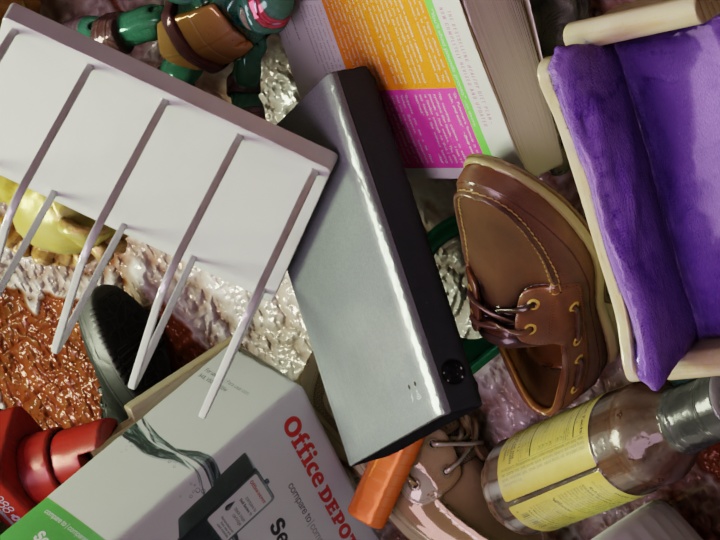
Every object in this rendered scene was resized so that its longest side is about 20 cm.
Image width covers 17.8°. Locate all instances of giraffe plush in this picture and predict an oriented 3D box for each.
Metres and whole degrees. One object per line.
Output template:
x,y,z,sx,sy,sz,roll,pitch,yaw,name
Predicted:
-0.211,-0.074,1.449,0.161,0.173,0.201,27,125,5,giraffe plush

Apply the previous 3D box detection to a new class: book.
0.024,-0.116,1.288,0.200,0.048,0.134,5,117,56,book

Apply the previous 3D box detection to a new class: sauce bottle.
0.149,0.101,1.307,0.200,0.065,0.065,-28,94,51,sauce bottle

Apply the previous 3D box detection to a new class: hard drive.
0.000,0.000,1.314,0.140,0.033,0.201,-37,69,62,hard drive

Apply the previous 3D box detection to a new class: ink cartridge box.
-0.102,0.166,1.395,0.083,0.200,0.147,25,149,49,ink cartridge box

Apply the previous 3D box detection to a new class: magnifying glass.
0.043,0.060,1.363,0.079,0.022,0.201,28,99,22,magnifying glass

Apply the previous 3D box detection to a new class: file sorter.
-0.139,-0.024,1.285,0.199,0.125,0.139,24,144,-2,file sorter

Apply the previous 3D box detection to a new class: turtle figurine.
-0.098,-0.131,1.343,0.199,0.101,0.150,-16,116,48,turtle figurine

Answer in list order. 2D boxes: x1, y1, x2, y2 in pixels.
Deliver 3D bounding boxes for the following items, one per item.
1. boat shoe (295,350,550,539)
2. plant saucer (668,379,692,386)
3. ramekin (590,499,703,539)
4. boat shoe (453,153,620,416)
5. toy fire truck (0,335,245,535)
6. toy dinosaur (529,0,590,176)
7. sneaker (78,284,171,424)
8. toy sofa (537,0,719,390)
0.040,0.113,1.405,0.200,0.071,0.065,38,128,16,boat shoe
0.232,-0.001,1.248,0.199,0.027,0.201,15,120,29,plant saucer
0.128,0.218,1.317,0.098,0.200,0.200,55,130,10,ramekin
0.094,0.013,1.261,0.072,0.068,0.200,21,157,32,boat shoe
-0.149,0.140,1.461,0.199,0.129,0.176,-17,130,25,toy fire truck
0.092,-0.156,1.264,0.088,0.047,0.201,6,108,32,toy dinosaur
-0.155,0.113,1.546,0.104,0.060,0.200,-27,100,36,sneaker
0.171,-0.042,1.191,0.082,0.097,0.201,-8,106,37,toy sofa
